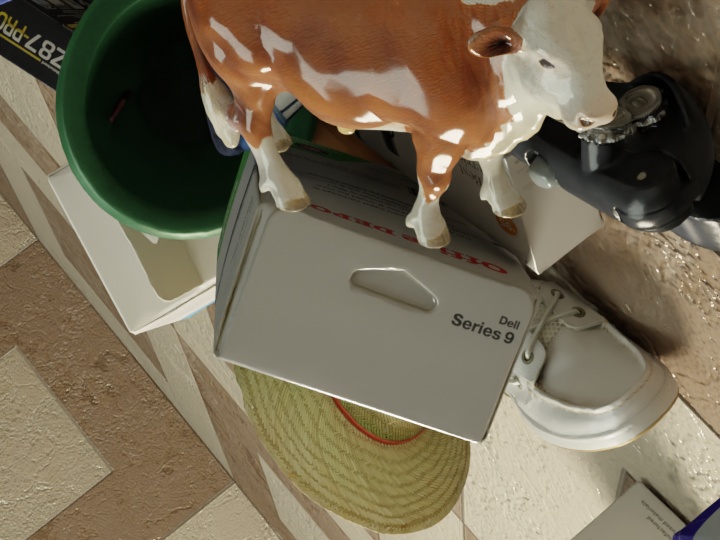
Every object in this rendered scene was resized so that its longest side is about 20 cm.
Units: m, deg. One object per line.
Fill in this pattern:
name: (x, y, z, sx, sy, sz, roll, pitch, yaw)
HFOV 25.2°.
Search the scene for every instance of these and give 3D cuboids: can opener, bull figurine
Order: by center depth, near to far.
bull figurine: (0.015, -0.076, 0.643, 0.198, 0.065, 0.122, 20, 131, 26)
can opener: (0.084, -0.066, 0.702, 0.200, 0.063, 0.079, 38, 156, 46)

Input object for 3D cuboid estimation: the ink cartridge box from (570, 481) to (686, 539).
ink cartridge box: (0.136, 0.253, 1.021, 0.084, 0.199, 0.146, 43, 163, 33)

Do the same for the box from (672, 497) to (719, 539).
box: (0.246, 0.152, 0.619, 0.185, 0.105, 0.200, 55, 167, -4)

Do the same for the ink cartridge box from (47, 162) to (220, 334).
ink cartridge box: (-0.127, -0.043, 1.170, 0.129, 0.124, 0.200, 60, -174, 0)

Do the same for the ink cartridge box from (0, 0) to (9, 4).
ink cartridge box: (-0.155, -0.210, 0.816, 0.042, 0.119, 0.201, 34, 121, 8)

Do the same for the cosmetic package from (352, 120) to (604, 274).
cosmetic package: (0.038, -0.083, 0.837, 0.200, 0.050, 0.083, 40, 162, 44)

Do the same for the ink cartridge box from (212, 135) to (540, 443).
ink cartridge box: (0.000, 0.000, 0.843, 0.145, 0.085, 0.200, 18, -167, -8)

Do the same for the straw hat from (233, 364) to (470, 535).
straw hat: (0.019, 0.055, 0.991, 0.201, 0.200, 0.085, 50, 125, 11)

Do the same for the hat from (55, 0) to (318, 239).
hat: (-0.114, -0.127, 1.085, 0.164, 0.202, 0.176, 21, -178, -9)

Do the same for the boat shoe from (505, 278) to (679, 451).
boat shoe: (0.100, 0.040, 0.892, 0.070, 0.071, 0.200, 57, 167, -23)

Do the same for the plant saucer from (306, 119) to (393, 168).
plant saucer: (0.000, -0.037, 1.107, 0.201, 0.037, 0.200, 50, 166, 17)

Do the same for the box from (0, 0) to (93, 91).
box: (-0.209, -0.171, 1.187, 0.160, 0.049, 0.200, 31, -168, 4)

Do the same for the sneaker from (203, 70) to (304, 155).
sneaker: (-0.027, -0.119, 0.802, 0.200, 0.082, 0.075, -45, 59, 57)
